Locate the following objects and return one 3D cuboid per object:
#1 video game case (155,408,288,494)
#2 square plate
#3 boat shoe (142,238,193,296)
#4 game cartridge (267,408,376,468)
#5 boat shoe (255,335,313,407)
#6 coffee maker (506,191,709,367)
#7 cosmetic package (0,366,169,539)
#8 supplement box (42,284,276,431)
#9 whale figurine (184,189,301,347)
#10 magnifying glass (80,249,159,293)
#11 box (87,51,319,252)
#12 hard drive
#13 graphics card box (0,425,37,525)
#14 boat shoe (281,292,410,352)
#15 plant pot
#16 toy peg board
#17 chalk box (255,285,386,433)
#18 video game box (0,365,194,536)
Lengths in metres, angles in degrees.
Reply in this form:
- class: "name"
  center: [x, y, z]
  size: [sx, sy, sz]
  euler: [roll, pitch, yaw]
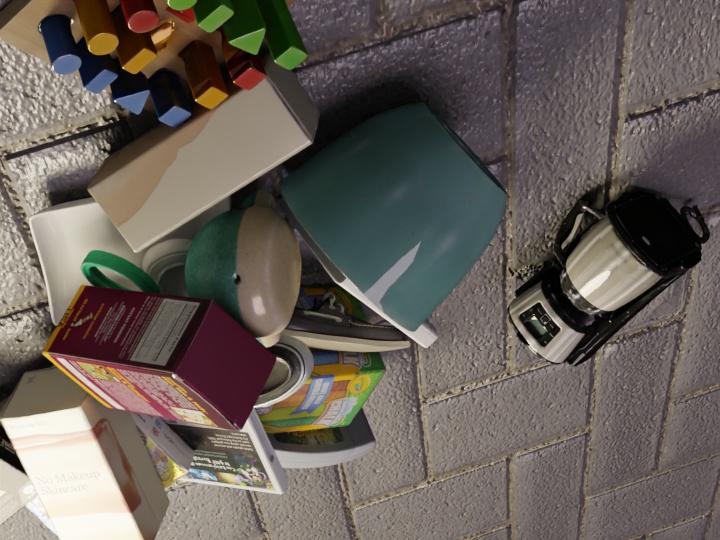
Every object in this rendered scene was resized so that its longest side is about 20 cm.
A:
- class: "video game case"
  center: [-0.194, 0.171, 1.807]
  size: [0.200, 0.023, 0.182]
  euler: [3, 133, 28]
- class: "square plate"
  center: [-0.226, -0.027, 1.639]
  size: [0.198, 0.028, 0.200]
  euler: [-14, 148, -11]
- class: "boat shoe"
  center: [-0.175, 0.039, 1.678]
  size: [0.072, 0.069, 0.200]
  euler: [-17, 150, -8]
- class: "game cartridge"
  center: [-0.081, 0.172, 1.928]
  size: [0.200, 0.133, 0.041]
  euler: [3, 142, -34]
- class: "boat shoe"
  center: [-0.146, 0.118, 1.665]
  size: [0.200, 0.072, 0.071]
  euler: [-16, -176, 20]
- class: "coffee maker"
  center: [0.296, 0.014, 1.910]
  size: [0.192, 0.135, 0.200]
  euler: [9, 138, -40]
- class: "cosmetic package"
  center: [-0.292, 0.204, 1.733]
  size: [0.103, 0.087, 0.200]
  euler: [-11, 119, 18]
- class: "supplement box"
  center: [-0.197, 0.083, 1.581]
  size: [0.200, 0.086, 0.110]
  euler: [5, 149, 42]
- class: "whale figurine"
  center: [-0.114, -0.002, 1.633]
  size: [0.104, 0.159, 0.200]
  euler: [-2, -173, 9]
- class: "magnifying glass"
  center: [-0.231, 0.035, 1.648]
  size: [0.080, 0.022, 0.200]
  euler: [20, 159, 16]
- class: "box"
  center: [-0.141, -0.109, 1.482]
  size: [0.200, 0.095, 0.078]
  euler: [-31, 107, 14]
- class: "hard drive"
  center: [0.000, 0.000, 1.715]
  size: [0.027, 0.132, 0.200]
  euler: [-43, 145, 7]
- class: "graphics card box"
  center: [-0.451, 0.202, 1.763]
  size: [0.200, 0.051, 0.125]
  euler: [37, 119, -24]
- class: "boat shoe"
  center: [-0.040, 0.051, 1.746]
  size: [0.200, 0.063, 0.073]
  euler: [7, 169, -14]
- class: "plant pot"
  center: [0.046, -0.067, 1.593]
  size: [0.161, 0.201, 0.201]
  euler: [-43, 145, 8]
- class: "toy peg board"
  center: [-0.161, -0.197, 1.354]
  size: [0.199, 0.098, 0.200]
  euler: [-37, 145, 23]
- class: "chalk box"
  center: [-0.057, 0.101, 1.843]
  size: [0.200, 0.124, 0.124]
  euler: [-3, 145, -27]
- class: "video game box"
  center: [-0.317, 0.198, 1.812]
  size: [0.200, 0.047, 0.182]
  euler: [-32, 110, 26]
